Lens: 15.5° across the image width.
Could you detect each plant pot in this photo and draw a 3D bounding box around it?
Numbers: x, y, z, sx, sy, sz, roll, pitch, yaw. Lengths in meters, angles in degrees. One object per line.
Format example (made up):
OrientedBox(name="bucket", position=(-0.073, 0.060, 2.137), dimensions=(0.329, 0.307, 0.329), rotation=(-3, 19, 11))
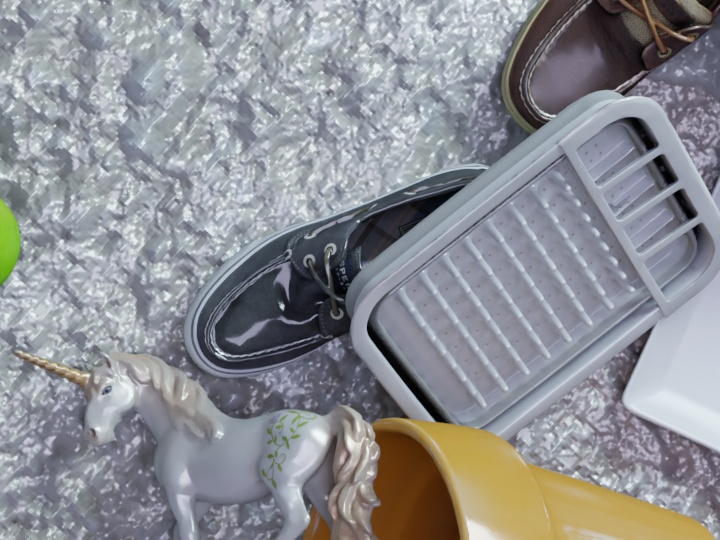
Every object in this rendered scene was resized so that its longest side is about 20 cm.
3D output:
OrientedBox(name="plant pot", position=(0.088, 0.183, 1.378), dimensions=(0.183, 0.200, 0.200), rotation=(6, 89, -26))

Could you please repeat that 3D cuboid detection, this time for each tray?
OrientedBox(name="tray", position=(0.228, 0.006, 1.476), dimensions=(0.107, 0.022, 0.200), rotation=(25, 86, -10))

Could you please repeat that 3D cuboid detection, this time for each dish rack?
OrientedBox(name="dish rack", position=(0.089, -0.002, 1.397), dimensions=(0.200, 0.044, 0.172), rotation=(-39, 139, -1))

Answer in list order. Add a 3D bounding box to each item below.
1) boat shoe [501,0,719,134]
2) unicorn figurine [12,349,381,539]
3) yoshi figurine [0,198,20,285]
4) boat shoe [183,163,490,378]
OrientedBox(name="boat shoe", position=(0.160, -0.150, 1.436), dimensions=(0.200, 0.072, 0.072), rotation=(-39, 97, -8))
OrientedBox(name="unicorn figurine", position=(-0.074, 0.107, 1.383), dimensions=(0.200, 0.074, 0.138), rotation=(-4, 82, 16))
OrientedBox(name="yoshi figurine", position=(-0.249, 0.018, 1.354), dimensions=(0.112, 0.112, 0.200), rotation=(39, 81, -24))
OrientedBox(name="boat shoe", position=(0.000, 0.000, 1.411), dimensions=(0.200, 0.066, 0.070), rotation=(-22, 94, -10))
